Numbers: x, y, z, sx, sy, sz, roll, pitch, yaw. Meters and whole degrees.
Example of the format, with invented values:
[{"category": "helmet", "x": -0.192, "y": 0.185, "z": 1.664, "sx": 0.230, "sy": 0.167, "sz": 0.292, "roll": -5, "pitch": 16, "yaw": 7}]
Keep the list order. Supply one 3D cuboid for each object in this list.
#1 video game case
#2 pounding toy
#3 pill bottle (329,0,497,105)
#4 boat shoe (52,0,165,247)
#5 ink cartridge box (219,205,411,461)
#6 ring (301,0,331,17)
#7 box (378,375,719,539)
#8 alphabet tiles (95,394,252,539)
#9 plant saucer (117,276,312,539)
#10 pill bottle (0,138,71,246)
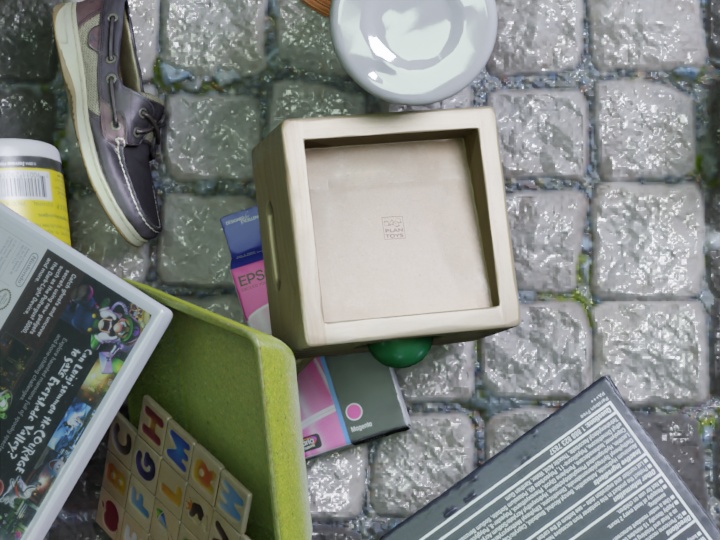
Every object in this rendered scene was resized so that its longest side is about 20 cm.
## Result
[{"category": "video game case", "x": -0.253, "y": 0.070, "z": 1.325, "sx": 0.182, "sy": 0.023, "sz": 0.200, "roll": 31, "pitch": 91, "yaw": 19}, {"category": "pounding toy", "x": 0.000, "y": 0.000, "z": 1.350, "sx": 0.184, "sy": 0.142, "sz": 0.200, "roll": -5, "pitch": 84, "yaw": -16}, {"category": "pill bottle", "x": 0.036, "y": -0.180, "z": 1.342, "sx": 0.114, "sy": 0.200, "sz": 0.115, "roll": 0, "pitch": 99, "yaw": 0}, {"category": "boat shoe", "x": -0.181, "y": -0.118, "z": 1.436, "sx": 0.065, "sy": 0.072, "sz": 0.200, "roll": -19, "pitch": 75, "yaw": 9}, {"category": "ink cartridge box", "x": -0.036, "y": 0.037, "z": 1.419, "sx": 0.095, "sy": 0.037, "sz": 0.200, "roll": -18, "pitch": 79, "yaw": 4}, {"category": "ring", "x": 0.018, "y": -0.286, "z": 1.458, "sx": 0.200, "sy": 0.019, "sz": 0.201, "roll": -1, "pitch": 82, "yaw": 7}, {"category": "box", "x": 0.147, "y": 0.215, "z": 1.325, "sx": 0.200, "sy": 0.123, "sz": 0.199, "roll": -35, "pitch": 81, "yaw": -3}, {"category": "alphabet tiles", "x": -0.130, "y": 0.192, "z": 1.348, "sx": 0.200, "sy": 0.006, "sz": 0.167, "roll": 37, "pitch": 126, "yaw": 40}, {"category": "plant saucer", "x": -0.097, "y": 0.112, "z": 1.336, "sx": 0.048, "sy": 0.200, "sz": 0.200, "roll": -17, "pitch": 111, "yaw": -32}, {"category": "pill bottle", "x": -0.269, "y": 0.010, "z": 1.409, "sx": 0.111, "sy": 0.111, "sz": 0.200, "roll": -8, "pitch": 82, "yaw": 6}]
